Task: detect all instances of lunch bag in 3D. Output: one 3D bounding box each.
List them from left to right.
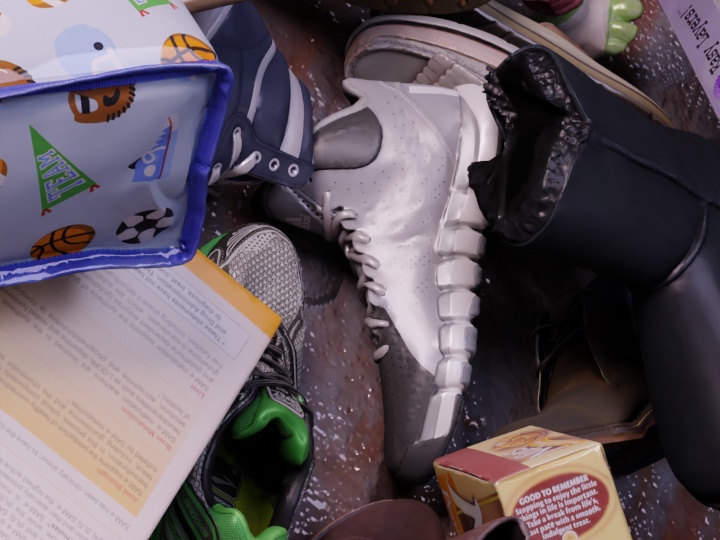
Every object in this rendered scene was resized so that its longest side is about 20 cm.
[{"bbox_3d":[-0.173,-0.082,1.121,0.200,0.124,0.170,-8,44,-24],"label":"lunch bag"}]

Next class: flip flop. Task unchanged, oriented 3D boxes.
[{"bbox_3d":[0.091,-0.098,1.540,0.200,0.081,0.058,33,33,-16],"label":"flip flop"}]

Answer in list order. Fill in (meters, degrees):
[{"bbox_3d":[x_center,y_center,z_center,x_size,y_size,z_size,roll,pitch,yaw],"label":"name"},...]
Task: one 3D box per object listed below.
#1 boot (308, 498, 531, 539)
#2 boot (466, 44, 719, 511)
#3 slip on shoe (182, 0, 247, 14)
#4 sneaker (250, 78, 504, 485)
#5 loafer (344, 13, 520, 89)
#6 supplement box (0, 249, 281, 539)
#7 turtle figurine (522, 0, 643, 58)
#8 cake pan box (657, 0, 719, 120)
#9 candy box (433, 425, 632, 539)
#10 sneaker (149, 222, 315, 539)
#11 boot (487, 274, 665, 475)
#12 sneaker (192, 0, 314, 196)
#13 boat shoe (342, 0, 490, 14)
[{"bbox_3d":[0.022,0.142,1.258,0.072,0.166,0.200,51,43,-6],"label":"boot"},{"bbox_3d":[0.124,0.005,1.380,0.168,0.076,0.200,20,58,-41],"label":"boot"},{"bbox_3d":[-0.137,-0.107,1.285,0.200,0.076,0.061,-29,102,-13],"label":"slip on shoe"},{"bbox_3d":[0.000,0.000,1.410,0.115,0.075,0.200,10,73,-5],"label":"sneaker"},{"bbox_3d":[0.080,-0.061,1.478,0.200,0.072,0.063,28,39,-8],"label":"loafer"},{"bbox_3d":[-0.139,0.065,1.196,0.126,0.074,0.200,41,61,-16],"label":"supplement box"},{"bbox_3d":[0.103,-0.204,1.536,0.144,0.200,0.194,47,7,37],"label":"turtle figurine"},{"bbox_3d":[0.243,-0.088,1.541,0.184,0.052,0.200,33,20,-26],"label":"cake pan box"},{"bbox_3d":[0.098,0.174,1.308,0.055,0.115,0.200,-18,95,-12],"label":"candy box"},{"bbox_3d":[-0.047,0.062,1.305,0.078,0.085,0.200,26,50,-28],"label":"sneaker"},{"bbox_3d":[0.101,0.057,1.456,0.200,0.075,0.097,-9,66,-56],"label":"boot"},{"bbox_3d":[-0.092,-0.046,1.341,0.109,0.070,0.200,53,54,-32],"label":"sneaker"},{"bbox_3d":[-0.020,-0.185,1.457,0.200,0.072,0.068,15,48,-8],"label":"boat shoe"}]
